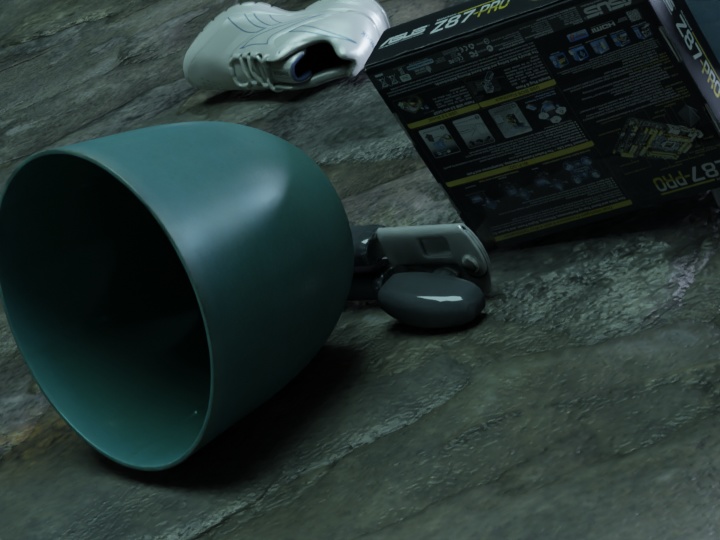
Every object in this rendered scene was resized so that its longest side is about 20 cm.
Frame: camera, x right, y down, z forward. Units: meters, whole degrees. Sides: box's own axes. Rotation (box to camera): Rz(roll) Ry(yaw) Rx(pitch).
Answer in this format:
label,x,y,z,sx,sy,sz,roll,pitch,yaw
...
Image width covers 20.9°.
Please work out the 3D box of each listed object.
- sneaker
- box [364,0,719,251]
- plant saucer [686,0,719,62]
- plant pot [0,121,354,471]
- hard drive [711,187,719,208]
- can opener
label,x,y,z,sx,sy,sz,roll,pitch,yaw
sneaker,-0.074,-0.193,1.726,0.199,0.075,0.087,-10,31,26
box,0.125,-0.104,1.218,0.199,0.162,0.049,-16,31,35
plant saucer,0.199,-0.171,1.252,0.200,0.201,0.039,-7,70,30
plant pot,-0.100,0.000,1.202,0.200,0.202,0.160,4,22,45
hard drive,0.280,-0.109,1.297,0.131,0.027,0.200,-19,24,8
can opener,0.000,0.000,1.275,0.199,0.053,0.066,1,33,42
